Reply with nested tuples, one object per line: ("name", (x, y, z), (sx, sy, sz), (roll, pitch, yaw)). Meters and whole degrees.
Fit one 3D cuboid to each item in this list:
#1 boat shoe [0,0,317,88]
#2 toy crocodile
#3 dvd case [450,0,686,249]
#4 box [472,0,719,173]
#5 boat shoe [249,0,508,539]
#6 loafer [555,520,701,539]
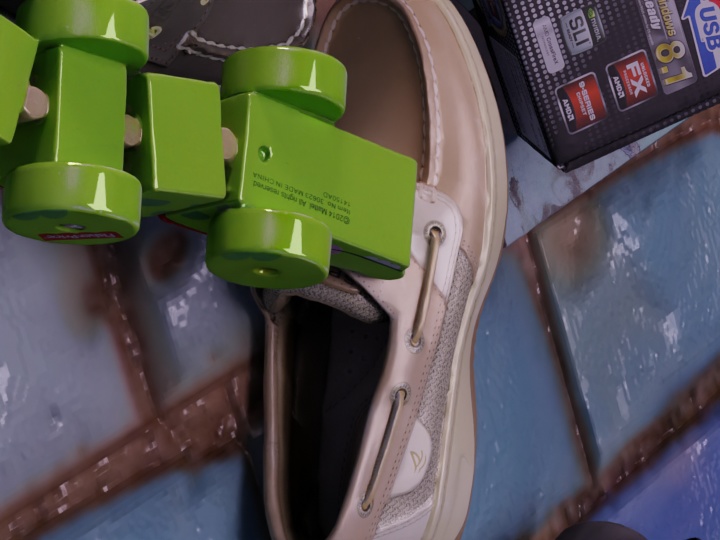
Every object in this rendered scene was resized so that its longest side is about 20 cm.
("boat shoe", (-0.074, -0.099, 0.880), (0.202, 0.060, 0.072), (18, 70, -51))
("toy crocodile", (-0.059, -0.035, 0.868), (0.200, 0.062, 0.068), (14, 72, -43))
("dvd case", (0.071, -0.103, 1.110), (0.200, 0.022, 0.146), (-32, 110, -49))
("box", (0.104, -0.155, 1.017), (0.160, 0.044, 0.200), (-23, 115, -8))
("boat shoe", (0.000, 0.000, 0.958), (0.065, 0.072, 0.200), (9, 82, -54))
("loafer", (0.079, 0.124, 1.047), (0.201, 0.068, 0.070), (8, 70, -58))
